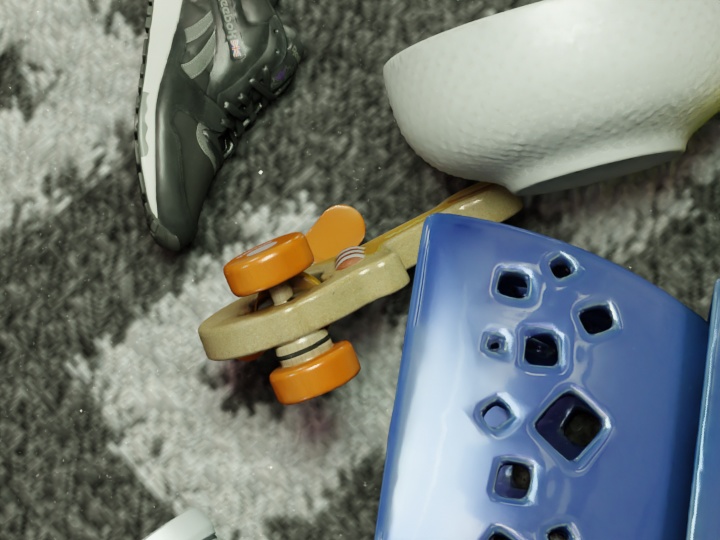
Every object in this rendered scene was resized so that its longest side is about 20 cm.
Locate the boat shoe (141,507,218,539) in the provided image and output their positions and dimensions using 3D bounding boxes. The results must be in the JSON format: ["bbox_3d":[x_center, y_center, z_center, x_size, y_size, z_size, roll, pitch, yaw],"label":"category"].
[{"bbox_3d":[-0.135,0.214,1.407,0.071,0.072,0.200,42,91,11],"label":"boat shoe"}]

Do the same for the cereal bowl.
[{"bbox_3d":[0.114,-0.090,1.409,0.199,0.200,0.084,-13,85,4],"label":"cereal bowl"}]

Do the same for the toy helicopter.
[{"bbox_3d":[0.000,0.000,1.447,0.199,0.132,0.079,-27,98,-25],"label":"toy helicopter"}]

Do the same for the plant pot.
[{"bbox_3d":[0.107,0.102,1.339,0.179,0.200,0.201,8,71,5],"label":"plant pot"}]

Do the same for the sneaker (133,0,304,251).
[{"bbox_3d":[-0.077,-0.109,1.508,0.087,0.076,0.201,3,71,3],"label":"sneaker"}]
